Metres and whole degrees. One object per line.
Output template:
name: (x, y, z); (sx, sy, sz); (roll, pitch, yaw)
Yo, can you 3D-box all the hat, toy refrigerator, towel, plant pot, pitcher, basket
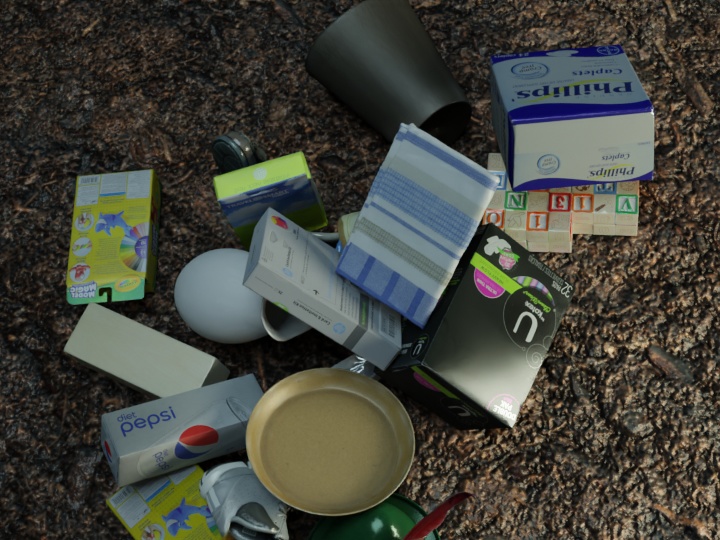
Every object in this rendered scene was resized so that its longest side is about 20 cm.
hat: (0.010, 0.299, 1.413); (0.200, 0.176, 0.165); (-43, 65, -13)
toy refrigerator: (-0.276, 0.119, 1.622); (0.199, 0.070, 0.076); (21, 75, 20)
towel: (0.064, -0.054, 1.450); (0.146, 0.024, 0.201); (32, 104, 27)
plant pot: (-0.036, 0.204, 1.471); (0.198, 0.028, 0.201); (2, 50, -3)
pitcher: (-0.127, 0.035, 1.603); (0.199, 0.171, 0.122); (6, 96, 44)
basket: (0.050, -0.258, 1.727); (0.180, 0.136, 0.200); (-31, 65, -13)

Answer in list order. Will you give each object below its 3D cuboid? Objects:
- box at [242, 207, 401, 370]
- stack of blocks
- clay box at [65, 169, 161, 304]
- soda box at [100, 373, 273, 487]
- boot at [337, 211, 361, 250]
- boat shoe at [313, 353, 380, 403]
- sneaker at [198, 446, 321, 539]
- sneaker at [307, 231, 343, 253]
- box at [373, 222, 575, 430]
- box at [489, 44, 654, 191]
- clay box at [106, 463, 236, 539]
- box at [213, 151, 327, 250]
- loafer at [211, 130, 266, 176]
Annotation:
box: (-0.042, 0.020, 1.497); (0.041, 0.199, 0.156); (-51, 16, 22)
stack of blocks: (0.263, -0.087, 1.638); (0.198, 0.059, 0.116); (2, 63, 11)
clay box: (-0.339, -0.039, 1.725); (0.114, 0.048, 0.201); (-4, 63, 7)
soda box: (-0.209, 0.191, 1.512); (0.199, 0.064, 0.068); (-13, 51, -24)
boot: (0.080, -0.072, 1.567); (0.154, 0.200, 0.073); (-15, 94, 31)
boat shoe: (-0.022, 0.154, 1.560); (0.199, 0.072, 0.069); (-27, 77, -8)
sneaker: (-0.083, 0.277, 1.473); (0.199, 0.075, 0.116); (-9, 50, -20)
sneaker: (0.000, 0.000, 1.621); (0.199, 0.090, 0.075); (12, 65, 16)
box: (0.138, 0.072, 1.508); (0.148, 0.124, 0.201); (36, 68, -18)
box: (0.269, -0.201, 1.617); (0.182, 0.106, 0.201); (-5, 34, 0)
clay box: (-0.201, 0.318, 1.506); (0.115, 0.048, 0.200); (-39, 64, -14)
box: (-0.116, -0.091, 1.624); (0.121, 0.200, 0.048); (-17, 72, 1)
loafer: (-0.154, -0.142, 1.662); (0.063, 0.200, 0.072); (-42, 78, -17)
